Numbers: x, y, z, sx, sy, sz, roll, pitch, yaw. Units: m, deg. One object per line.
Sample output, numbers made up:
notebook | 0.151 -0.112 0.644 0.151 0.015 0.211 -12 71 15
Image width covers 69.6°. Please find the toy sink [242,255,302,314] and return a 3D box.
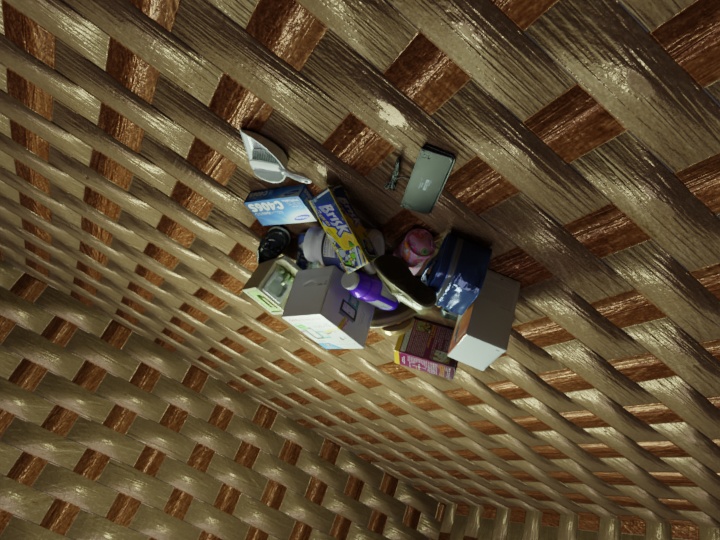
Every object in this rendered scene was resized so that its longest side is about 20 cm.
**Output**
toy sink | -0.242 0.051 1.515 0.130 0.113 0.199 41 155 -22

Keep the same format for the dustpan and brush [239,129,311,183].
dustpan and brush | -0.198 -0.249 1.230 0.197 0.058 0.140 15 148 14

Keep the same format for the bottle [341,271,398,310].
bottle | 0.025 0.050 1.344 0.083 0.066 0.199 9 168 38

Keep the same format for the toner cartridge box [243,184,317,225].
toner cartridge box | -0.207 -0.171 1.375 0.198 0.044 0.095 -1 143 35

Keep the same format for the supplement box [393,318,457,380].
supplement box | 0.217 0.244 1.642 0.197 0.132 0.104 15 150 15

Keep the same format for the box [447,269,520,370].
box | 0.314 0.125 1.322 0.105 0.202 0.153 22 149 1

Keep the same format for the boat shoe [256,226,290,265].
boat shoe | -0.270 -0.066 1.556 0.074 0.067 0.199 34 148 -18

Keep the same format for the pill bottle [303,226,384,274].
pill bottle | -0.045 -0.060 1.366 0.198 0.117 0.116 8 146 25

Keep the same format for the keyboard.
keyboard | 0.121 -0.200 1.131 0.125 0.021 0.201 17 148 -1

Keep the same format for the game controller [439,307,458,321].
game controller | 0.327 0.137 1.501 0.198 0.043 0.104 19 163 10

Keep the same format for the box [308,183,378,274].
box | -0.039 -0.101 1.246 0.070 0.064 0.202 -27 93 31

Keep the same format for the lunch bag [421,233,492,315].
lunch bag | 0.223 0.011 1.272 0.131 0.137 0.201 22 151 3

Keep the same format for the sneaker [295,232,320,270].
sneaker | -0.157 -0.027 1.520 0.074 0.089 0.201 19 148 11

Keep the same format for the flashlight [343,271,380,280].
flashlight | 0.000 0.000 1.482 0.198 0.069 0.068 14 175 24

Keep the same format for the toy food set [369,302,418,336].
toy food set | 0.094 0.122 1.493 0.198 0.197 0.049 -3 113 42

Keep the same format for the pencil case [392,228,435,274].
pencil case | 0.124 -0.027 1.334 0.087 0.088 0.200 25 150 -3

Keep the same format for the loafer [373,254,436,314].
loafer | 0.102 0.038 1.259 0.200 0.075 0.068 47 150 33

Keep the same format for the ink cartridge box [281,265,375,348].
ink cartridge box | -0.082 0.104 1.405 0.145 0.148 0.200 -8 144 38

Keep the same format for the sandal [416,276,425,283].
sandal | 0.128 0.056 1.485 0.198 0.055 0.082 4 144 29
